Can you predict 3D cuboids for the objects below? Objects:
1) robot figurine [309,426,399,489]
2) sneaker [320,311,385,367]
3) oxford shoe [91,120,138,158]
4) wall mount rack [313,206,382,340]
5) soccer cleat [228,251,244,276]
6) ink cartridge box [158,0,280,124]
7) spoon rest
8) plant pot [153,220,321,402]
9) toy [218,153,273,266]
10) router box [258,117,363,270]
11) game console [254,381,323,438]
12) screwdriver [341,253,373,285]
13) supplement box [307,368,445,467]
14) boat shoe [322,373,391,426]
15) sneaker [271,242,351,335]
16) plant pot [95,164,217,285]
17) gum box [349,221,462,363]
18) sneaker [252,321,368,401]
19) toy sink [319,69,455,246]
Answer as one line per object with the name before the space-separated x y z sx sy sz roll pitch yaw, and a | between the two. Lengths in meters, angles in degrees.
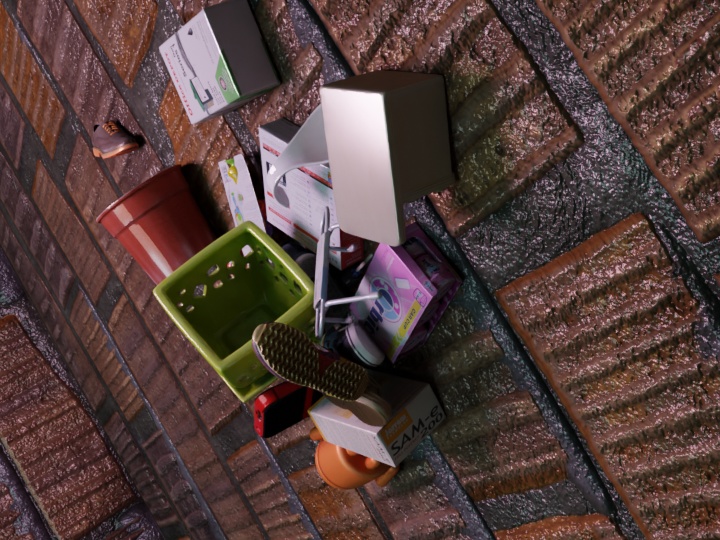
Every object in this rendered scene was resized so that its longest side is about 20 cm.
robot figurine | -0.010 0.329 1.611 0.200 0.143 0.117 136 130 -58
sneaker | -0.013 0.121 1.403 0.078 0.079 0.200 49 -175 -7
oxford shoe | -0.543 -0.287 1.962 0.200 0.071 0.073 11 117 53
wall mount rack | -0.020 -0.003 1.282 0.174 0.074 0.201 126 147 -70
soccer cleat | -0.204 0.025 1.710 0.200 0.069 0.085 42 139 22
ink cartridge box | -0.231 -0.333 1.456 0.200 0.084 0.146 -10 104 57
spoon rest | -0.068 -0.172 1.297 0.200 0.061 0.100 -44 57 26
plant pot | -0.179 0.078 1.442 0.200 0.199 0.182 44 163 29
toy | -0.190 -0.108 1.605 0.115 0.047 0.201 -4 107 60
router box | -0.079 -0.123 1.429 0.200 0.049 0.180 34 139 38
game console | -0.103 0.221 1.576 0.031 0.177 0.200 56 160 19
screwdriver | 0.000 0.000 1.383 0.029 0.028 0.200 64 165 0
supplement box | 0.023 0.234 1.472 0.200 0.126 0.074 6 129 54
boat shoe | -0.002 0.188 1.407 0.072 0.065 0.200 52 163 -20
sneaker | -0.078 0.043 1.537 0.146 0.077 0.203 25 144 58
plant pot | -0.385 -0.075 1.795 0.196 0.201 0.201 55 149 -5
gum box | 0.065 0.032 1.321 0.114 0.066 0.200 51 147 19
sneaker | -0.086 0.131 1.299 0.200 0.075 0.090 34 167 -31
toy sink | 0.040 -0.150 1.176 0.130 0.112 0.201 18 123 49
